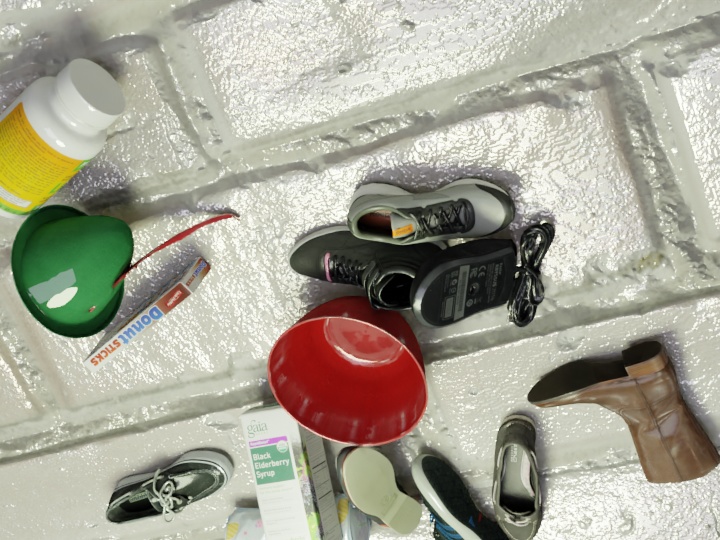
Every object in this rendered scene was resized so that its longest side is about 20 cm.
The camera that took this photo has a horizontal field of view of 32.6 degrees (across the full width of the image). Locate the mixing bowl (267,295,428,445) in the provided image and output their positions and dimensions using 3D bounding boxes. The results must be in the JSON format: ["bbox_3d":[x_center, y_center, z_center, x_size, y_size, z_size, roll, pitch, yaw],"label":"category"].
[{"bbox_3d":[-0.006,0.105,1.511,0.200,0.108,0.201,7,126,10],"label":"mixing bowl"}]

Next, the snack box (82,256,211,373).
[{"bbox_3d":[-0.275,0.058,1.577,0.200,0.072,0.024,-37,103,27],"label":"snack box"}]

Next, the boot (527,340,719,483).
[{"bbox_3d":[0.327,0.198,1.520,0.186,0.064,0.200,-19,117,24],"label":"boot"}]

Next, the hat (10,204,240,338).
[{"bbox_3d":[-0.290,-0.030,1.469,0.176,0.200,0.166,-20,122,36],"label":"hat"}]

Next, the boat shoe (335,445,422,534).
[{"bbox_3d":[0.014,0.279,1.595,0.063,0.071,0.200,29,165,42],"label":"boat shoe"}]

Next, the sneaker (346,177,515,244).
[{"bbox_3d":[0.080,-0.059,1.426,0.200,0.079,0.074,-2,116,13],"label":"sneaker"}]

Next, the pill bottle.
[{"bbox_3d":[-0.373,-0.159,1.461,0.200,0.111,0.111,-36,105,27],"label":"pill bottle"}]

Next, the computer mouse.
[{"bbox_3d":[0.129,0.011,1.421,0.053,0.200,0.139,38,129,44],"label":"computer mouse"}]

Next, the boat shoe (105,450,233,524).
[{"bbox_3d":[-0.270,0.308,1.714,0.199,0.068,0.074,-15,114,20],"label":"boat shoe"}]

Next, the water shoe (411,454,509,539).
[{"bbox_3d":[0.117,0.333,1.634,0.079,0.072,0.200,-30,105,33],"label":"water shoe"}]

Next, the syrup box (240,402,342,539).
[{"bbox_3d":[-0.089,0.271,1.601,0.079,0.081,0.201,-12,90,18],"label":"syrup box"}]

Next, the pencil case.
[{"bbox_3d":[-0.087,0.360,1.691,0.200,0.083,0.091,-13,108,20],"label":"pencil case"}]

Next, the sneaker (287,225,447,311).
[{"bbox_3d":[0.000,0.000,1.464,0.199,0.099,0.071,1,119,14],"label":"sneaker"}]

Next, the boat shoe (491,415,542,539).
[{"bbox_3d":[0.200,0.282,1.593,0.067,0.057,0.200,1,118,13],"label":"boat shoe"}]
